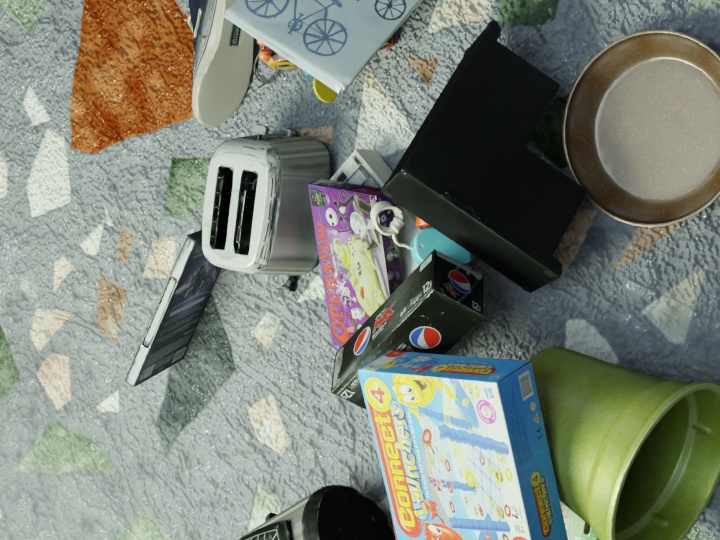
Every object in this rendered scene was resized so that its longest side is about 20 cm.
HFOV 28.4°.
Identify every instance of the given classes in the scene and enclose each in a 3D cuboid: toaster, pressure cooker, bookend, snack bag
[{"bbox_3d":[-0.114,-0.070,1.686,0.113,0.129,0.203,13,98,31],"label":"toaster"},{"bbox_3d":[-0.063,0.366,1.644,0.199,0.176,0.180,-34,91,29],"label":"pressure cooker"},{"bbox_3d":[0.159,-0.120,1.508,0.198,0.092,0.201,32,74,-5],"label":"bookend"},{"bbox_3d":[-0.029,-0.317,1.626,0.188,0.021,0.200,34,73,22],"label":"snack bag"}]

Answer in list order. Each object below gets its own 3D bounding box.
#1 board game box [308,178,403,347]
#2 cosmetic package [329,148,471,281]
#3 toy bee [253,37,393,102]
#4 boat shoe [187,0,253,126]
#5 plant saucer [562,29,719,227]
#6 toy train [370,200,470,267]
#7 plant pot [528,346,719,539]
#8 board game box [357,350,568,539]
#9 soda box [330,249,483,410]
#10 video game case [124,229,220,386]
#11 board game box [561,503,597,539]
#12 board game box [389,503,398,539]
[{"bbox_3d":[0.000,0.000,1.625,0.119,0.032,0.202,15,120,51],"label":"board game box"},{"bbox_3d":[0.039,-0.040,1.638,0.083,0.050,0.201,-48,69,26],"label":"cosmetic package"},{"bbox_3d":[-0.065,-0.254,1.663,0.199,0.108,0.132,-35,74,27],"label":"toy bee"},{"bbox_3d":[-0.180,-0.287,1.764,0.093,0.074,0.202,35,113,47],"label":"boat shoe"},{"bbox_3d":[0.307,-0.147,1.477,0.198,0.037,0.203,2,93,31],"label":"plant saucer"},{"bbox_3d":[0.106,-0.078,1.565,0.200,0.056,0.150,-42,90,-16],"label":"toy train"},{"bbox_3d":[0.246,0.172,1.451,0.183,0.199,0.203,26,105,40],"label":"plant pot"},{"bbox_3d":[0.102,0.188,1.440,0.195,0.056,0.202,0,109,47],"label":"board game box"},{"bbox_3d":[0.050,0.070,1.533,0.200,0.070,0.064,-47,26,37],"label":"soda box"},{"bbox_3d":[-0.217,0.038,1.747,0.019,0.143,0.202,27,106,11],"label":"video game case"},{"bbox_3d":[0.178,0.248,1.575,0.198,0.030,0.097,15,101,33],"label":"board game box"},{"bbox_3d":[0.115,0.311,1.573,0.146,0.064,0.203,-4,98,34],"label":"board game box"}]
